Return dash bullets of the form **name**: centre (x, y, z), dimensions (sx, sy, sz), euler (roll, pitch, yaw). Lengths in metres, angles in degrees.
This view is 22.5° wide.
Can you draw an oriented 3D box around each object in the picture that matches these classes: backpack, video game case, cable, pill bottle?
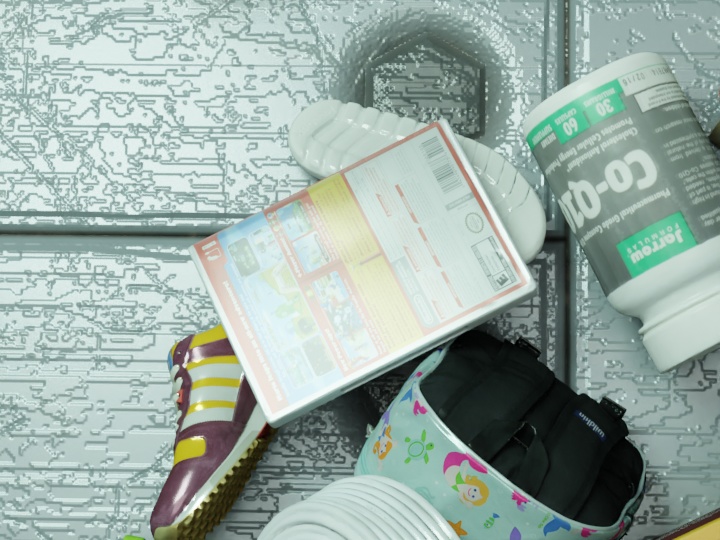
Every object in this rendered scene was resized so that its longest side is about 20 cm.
- **backpack**: centre (0.086, 0.139, 1.180), dimensions (0.177, 0.200, 0.151), euler (37, 104, 6)
- **video game case**: centre (0.000, 0.000, 1.220), dimensions (0.200, 0.017, 0.143), euler (-27, 68, 0)
- **cable**: centre (0.001, 0.228, 1.089), dimensions (0.069, 0.200, 0.200), euler (-10, 69, -39)
- **pill bottle**: centre (0.203, -0.039, 1.246), dimensions (0.113, 0.113, 0.200), euler (-26, 81, -3)

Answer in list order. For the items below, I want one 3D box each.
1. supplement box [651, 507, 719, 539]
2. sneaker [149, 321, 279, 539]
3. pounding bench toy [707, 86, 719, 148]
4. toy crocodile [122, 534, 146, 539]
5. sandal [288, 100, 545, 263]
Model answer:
- **supplement box**: centre (0.286, 0.203, 1.160), dimensions (0.197, 0.200, 0.133), euler (-25, 80, -2)
- **sneaker**: centre (-0.105, 0.098, 1.236), dimensions (0.090, 0.075, 0.200), euler (28, 54, 8)
- **pounding bench toy**: centre (0.309, -0.084, 1.244), dimensions (0.156, 0.124, 0.200), euler (40, 84, 7)
- **toy crocodile**: centre (-0.137, 0.246, 1.242), dimensions (0.067, 0.062, 0.201), euler (8, 86, 3)
- **sandal**: centre (0.043, -0.062, 1.284), dimensions (0.202, 0.050, 0.083), euler (31, 68, 18)
